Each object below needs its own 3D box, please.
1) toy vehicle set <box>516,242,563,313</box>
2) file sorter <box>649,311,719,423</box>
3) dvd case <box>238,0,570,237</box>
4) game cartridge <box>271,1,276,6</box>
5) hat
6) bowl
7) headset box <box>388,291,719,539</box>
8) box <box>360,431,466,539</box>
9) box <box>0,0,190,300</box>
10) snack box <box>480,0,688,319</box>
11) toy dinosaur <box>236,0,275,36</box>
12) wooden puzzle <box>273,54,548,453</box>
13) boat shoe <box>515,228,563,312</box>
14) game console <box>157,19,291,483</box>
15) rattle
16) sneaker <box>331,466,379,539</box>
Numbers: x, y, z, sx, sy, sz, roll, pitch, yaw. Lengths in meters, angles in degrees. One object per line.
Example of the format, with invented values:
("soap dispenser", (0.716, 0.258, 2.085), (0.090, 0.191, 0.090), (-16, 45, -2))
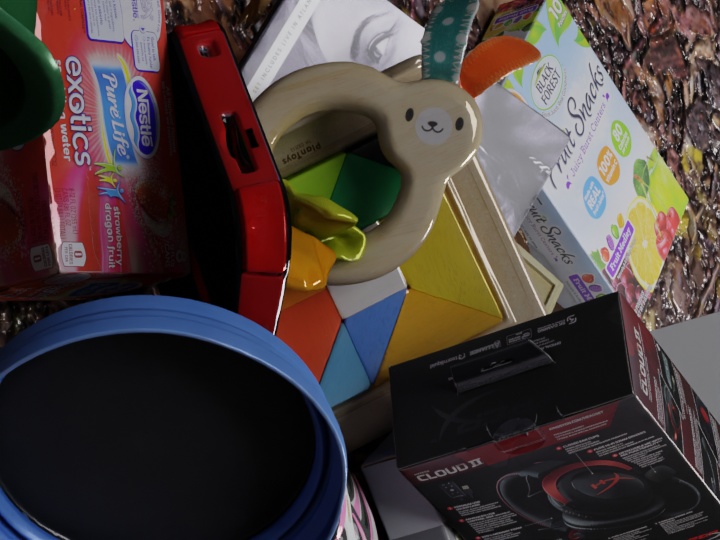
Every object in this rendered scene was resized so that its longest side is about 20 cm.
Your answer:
("toy vehicle set", (0.027, -0.010, 1.693), (0.200, 0.027, 0.124), (41, 45, -11))
("file sorter", (0.234, 0.134, 1.852), (0.125, 0.138, 0.200), (74, 0, -86))
("dvd case", (0.013, -0.073, 1.640), (0.200, 0.016, 0.149), (35, 76, -17))
("game cartridge", (-0.078, -0.264, 1.696), (0.200, 0.038, 0.130), (47, 40, -33))
("hat", (-0.196, -0.171, 1.361), (0.200, 0.166, 0.176), (21, 62, -12))
("bowl", (-0.106, 0.095, 1.393), (0.201, 0.200, 0.039), (49, 23, -31))
("headset box", (0.117, 0.100, 1.607), (0.200, 0.148, 0.075), (47, 30, -48))
("box", (0.071, 0.182, 1.694), (0.200, 0.041, 0.156), (68, 20, -8))
("box", (-0.163, -0.087, 1.451), (0.100, 0.095, 0.201), (0, 81, -49))
("snack box", (0.142, -0.071, 1.902), (0.200, 0.053, 0.142), (54, 40, -26))
("toy dinosaur", (-0.014, -0.143, 1.681), (0.106, 0.060, 0.200), (26, 73, -25))
("wooden puzzle", (0.000, 0.000, 1.606), (0.185, 0.037, 0.200), (-27, 106, -9))
("boat shoe", (0.122, 0.053, 1.780), (0.075, 0.075, 0.203), (48, 28, -55))
("game console", (-0.076, -0.015, 1.457), (0.200, 0.031, 0.177), (-111, -158, -48))
("rattle", (0.015, -0.077, 1.519), (0.130, 0.200, 0.143), (59, 0, 13))
("sneaker", (-0.011, 0.197, 1.584), (0.086, 0.080, 0.201), (20, 67, -60))
